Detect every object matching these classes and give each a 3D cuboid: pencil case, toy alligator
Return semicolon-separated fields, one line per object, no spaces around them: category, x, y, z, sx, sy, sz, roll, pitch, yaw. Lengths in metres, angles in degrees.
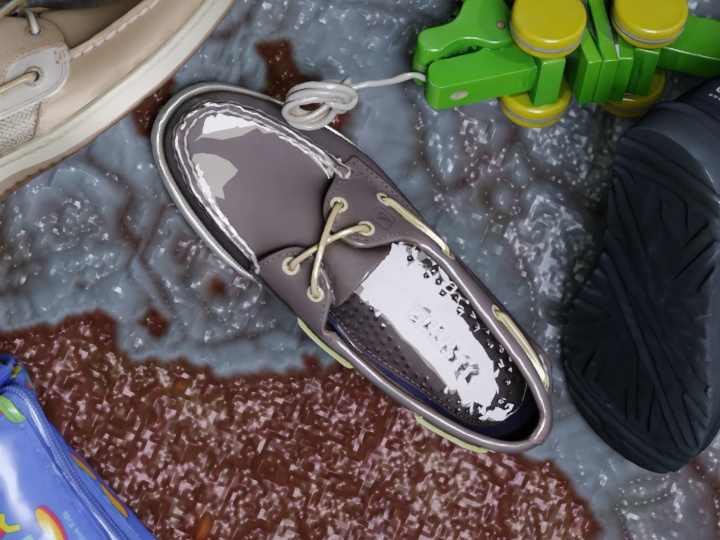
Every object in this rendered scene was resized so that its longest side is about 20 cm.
pencil case;-0.111;0.124;1.110;0.087;0.078;0.200;-31;103;26
toy alligator;0.062;-0.094;1.125;0.199;0.059;0.054;-6;59;-9

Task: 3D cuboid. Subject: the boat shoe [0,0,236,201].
boat shoe;-0.134;-0.071;1.085;0.200;0.071;0.065;-37;102;-2

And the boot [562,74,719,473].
boot;0.168;-0.026;1.128;0.168;0.201;0.076;-35;58;-30

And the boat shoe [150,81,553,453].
boat shoe;0.000;0.000;1.122;0.200;0.060;0.072;44;90;-12
